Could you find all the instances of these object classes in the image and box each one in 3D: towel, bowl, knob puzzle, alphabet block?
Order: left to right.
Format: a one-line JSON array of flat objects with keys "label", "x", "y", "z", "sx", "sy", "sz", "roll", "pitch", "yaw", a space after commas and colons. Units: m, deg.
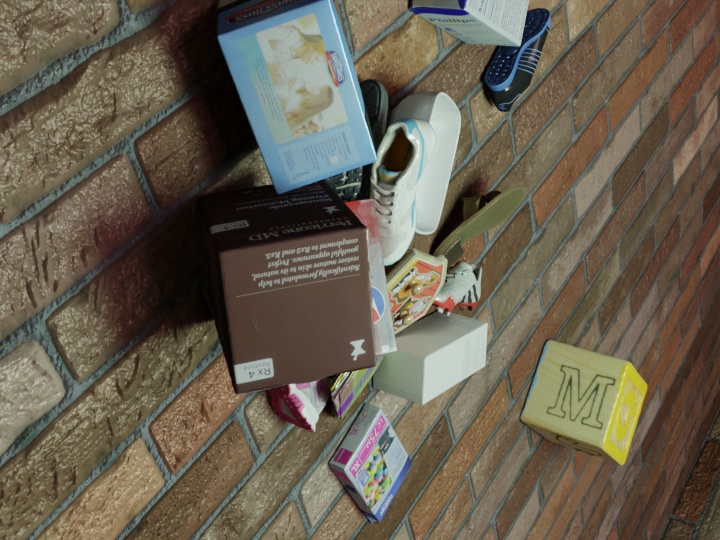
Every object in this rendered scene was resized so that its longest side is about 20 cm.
[{"label": "towel", "x": 0.000, "y": 0.142, "z": 1.271, "sx": 0.145, "sy": 0.023, "sz": 0.201, "roll": -54, "pitch": 169, "yaw": -15}, {"label": "knob puzzle", "x": 0.066, "y": 0.057, "z": 1.329, "sx": 0.217, "sy": 0.031, "sz": 0.221, "roll": -33, "pitch": 154, "yaw": -18}, {"label": "bowl", "x": 0.083, "y": -0.161, "z": 1.304, "sx": 0.199, "sy": 0.073, "sz": 0.205, "roll": 5, "pitch": 97, "yaw": -72}, {"label": "alphabet block", "x": 0.502, "y": 0.294, "z": 1.950, "sx": 0.195, "sy": 0.197, "sz": 0.200, "roll": 35, "pitch": 73, "yaw": -52}]

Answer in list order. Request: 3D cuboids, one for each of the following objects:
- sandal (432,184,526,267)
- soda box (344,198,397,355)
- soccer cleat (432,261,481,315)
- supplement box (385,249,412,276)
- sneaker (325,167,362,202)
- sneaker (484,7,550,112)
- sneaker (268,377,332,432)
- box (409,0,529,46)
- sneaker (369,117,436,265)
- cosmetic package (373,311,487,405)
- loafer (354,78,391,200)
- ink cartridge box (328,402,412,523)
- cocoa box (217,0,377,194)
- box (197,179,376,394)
[{"label": "sandal", "x": 0.190, "y": -0.097, "z": 1.516, "sx": 0.211, "sy": 0.070, "sz": 0.078, "roll": -41, "pitch": 151, "yaw": -11}, {"label": "soda box", "x": -0.007, "y": 0.013, "z": 1.150, "sx": 0.069, "sy": 0.063, "sz": 0.205, "roll": -8, "pitch": 88, "yaw": -21}, {"label": "soccer cleat", "x": 0.157, "y": 0.026, "z": 1.499, "sx": 0.199, "sy": 0.068, "sz": 0.087, "roll": 1, "pitch": 105, "yaw": -59}, {"label": "supplement box", "x": 0.000, "y": 0.000, "z": 1.276, "sx": 0.198, "sy": 0.068, "sz": 0.068, "roll": -4, "pitch": 102, "yaw": -51}, {"label": "sneaker", "x": -0.033, "y": -0.175, "z": 1.168, "sx": 0.087, "sy": 0.076, "sz": 0.204, "roll": -93, "pitch": -171, "yaw": -57}, {"label": "sneaker", "x": 0.284, "y": -0.375, "z": 1.558, "sx": 0.202, "sy": 0.069, "sz": 0.078, "roll": -56, "pitch": 144, "yaw": -19}, {"label": "sneaker", "x": -0.093, "y": 0.131, "z": 1.184, "sx": 0.089, "sy": 0.080, "sz": 0.202, "roll": -56, "pitch": 148, "yaw": -28}, {"label": "box", "x": 0.182, "y": -0.465, "z": 1.350, "sx": 0.198, "sy": 0.103, "sz": 0.188, "roll": 7, "pitch": 96, "yaw": -55}, {"label": "sneaker", "x": 0.040, "y": -0.106, "z": 1.175, "sx": 0.080, "sy": 0.075, "sz": 0.205, "roll": -12, "pitch": 117, "yaw": -63}, {"label": "cosmetic package", "x": 0.118, "y": 0.138, "z": 1.448, "sx": 0.198, "sy": 0.106, "sz": 0.087, "roll": -21, "pitch": 118, "yaw": -48}, {"label": "loafer", "x": 0.010, "y": -0.164, "z": 1.239, "sx": 0.063, "sy": 0.071, "sz": 0.205, "roll": 19, "pitch": 83, "yaw": -60}, {"label": "ink cartridge box", "x": 0.025, "y": 0.326, "z": 1.437, "sx": 0.120, "sy": 0.041, "sz": 0.202, "roll": -55, "pitch": 141, "yaw": -28}, {"label": "cocoa box", "x": -0.071, "y": -0.218, "z": 1.003, "sx": 0.132, "sy": 0.131, "sz": 0.203, "roll": -101, "pitch": 173, "yaw": -56}, {"label": "box", "x": -0.087, "y": 0.009, "z": 0.997, "sx": 0.162, "sy": 0.200, "sz": 0.168, "roll": -9, "pitch": 113, "yaw": -14}]
